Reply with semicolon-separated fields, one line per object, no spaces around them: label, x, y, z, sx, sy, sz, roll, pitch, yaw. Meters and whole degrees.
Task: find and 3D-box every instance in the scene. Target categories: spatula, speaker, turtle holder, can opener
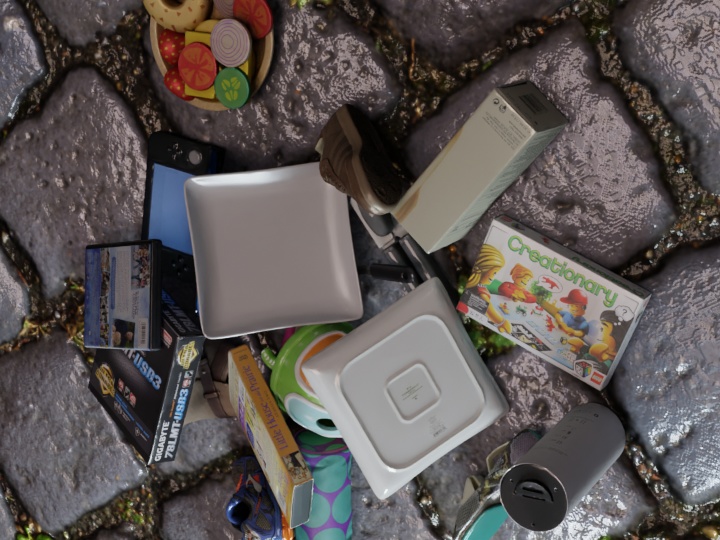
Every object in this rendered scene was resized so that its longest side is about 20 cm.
spatula;0.000;0.000;1.528;0.199;0.020;0.057;3;101;47
speaker;0.230;0.218;1.389;0.081;0.200;0.082;9;108;28
turtle holder;-0.036;0.153;1.545;0.132;0.141;0.186;36;134;35
can opener;0.049;-0.021;1.509;0.053;0.066;0.200;-34;91;31

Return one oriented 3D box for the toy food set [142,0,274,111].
toy food set;-0.193;-0.302;1.572;0.197;0.049;0.201;11;109;26

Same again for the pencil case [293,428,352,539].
pencil case;-0.048;0.310;1.636;0.085;0.092;0.201;9;110;30

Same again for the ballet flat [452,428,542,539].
ballet flat;0.168;0.269;1.529;0.072;0.072;0.201;42;120;13

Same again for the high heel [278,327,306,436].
high heel;-0.112;0.142;1.645;0.096;0.067;0.201;17;108;34

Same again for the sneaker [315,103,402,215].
sneaker;-0.007;-0.115;1.456;0.070;0.200;0.076;31;117;-30

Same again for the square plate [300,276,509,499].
square plate;0.060;0.142;1.470;0.199;0.200;0.028;60;168;-12

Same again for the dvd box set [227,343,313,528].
dvd box set;-0.115;0.210;1.558;0.200;0.029;0.147;60;161;27

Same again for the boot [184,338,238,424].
boot;-0.225;0.182;1.718;0.146;0.070;0.201;8;108;25

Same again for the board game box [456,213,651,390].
board game box;0.222;0.036;1.440;0.199;0.035;0.127;29;116;20

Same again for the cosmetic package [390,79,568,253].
cosmetic package;0.134;-0.118;1.407;0.071;0.105;0.200;48;120;11

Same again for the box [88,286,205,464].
box;-0.292;0.124;1.668;0.200;0.050;0.199;41;123;43

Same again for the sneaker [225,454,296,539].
sneaker;-0.146;0.307;1.658;0.200;0.078;0.076;-139;47;-65

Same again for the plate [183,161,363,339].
plate;-0.107;-0.025;1.513;0.199;0.032;0.201;-7;84;-9

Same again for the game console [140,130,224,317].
game console;-0.245;-0.065;1.628;0.170;0.118;0.201;17;111;24

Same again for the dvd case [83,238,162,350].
dvd case;-0.320;0.033;1.652;0.200;0.017;0.143;-2;86;53
